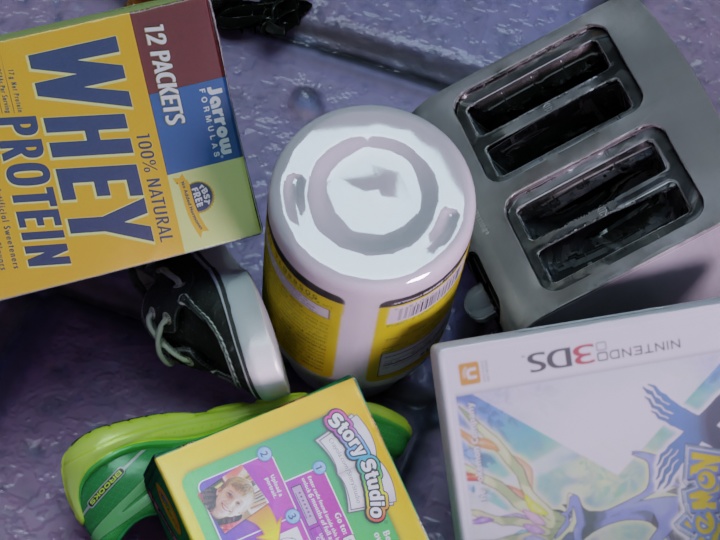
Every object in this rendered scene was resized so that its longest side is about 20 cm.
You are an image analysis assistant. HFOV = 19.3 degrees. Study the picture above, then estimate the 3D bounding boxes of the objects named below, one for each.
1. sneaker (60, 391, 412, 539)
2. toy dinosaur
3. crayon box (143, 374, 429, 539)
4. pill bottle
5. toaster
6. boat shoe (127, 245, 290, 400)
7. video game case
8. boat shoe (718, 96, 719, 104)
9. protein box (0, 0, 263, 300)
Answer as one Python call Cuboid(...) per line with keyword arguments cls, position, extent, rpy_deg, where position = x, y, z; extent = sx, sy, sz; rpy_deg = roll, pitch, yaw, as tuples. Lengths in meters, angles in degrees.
Cuboid(cls="sneaker", position=(-0.067, 0.116, 1.191), extent=(0.199, 0.074, 0.084), rpy_deg=(-9, 81, -16))
Cuboid(cls="toy dinosaur", position=(-0.110, -0.197, 1.416), extent=(0.135, 0.102, 0.201), rpy_deg=(0, 70, 14))
Cuboid(cls="crayon box", position=(-0.020, 0.170, 1.112), extent=(0.119, 0.058, 0.200), rpy_deg=(-21, 77, -18))
Cuboid(cls="pill bottle", position=(0.000, 0.000, 1.183), extent=(0.111, 0.200, 0.112), rpy_deg=(2, 66, -4))
Cuboid(cls="toaster", position=(0.144, -0.040, 1.245), extent=(0.200, 0.119, 0.181), rpy_deg=(-27, 57, 6))
Cuboid(cls="boat shoe", position=(-0.090, 0.030, 1.211), extent=(0.064, 0.071, 0.200), rpy_deg=(-22, 22, -9))
Cuboid(cls="video game case", position=(0.139, 0.125, 1.144), extent=(0.182, 0.022, 0.201), rpy_deg=(-9, 95, -11))
Cuboid(cls="boat shoe", position=(0.265, -0.097, 1.362), extent=(0.199, 0.074, 0.068), rpy_deg=(-34, 60, -21))
Cuboid(cls="protein box", position=(-0.181, -0.069, 1.204), extent=(0.198, 0.200, 0.135), rpy_deg=(-15, 99, -12))
